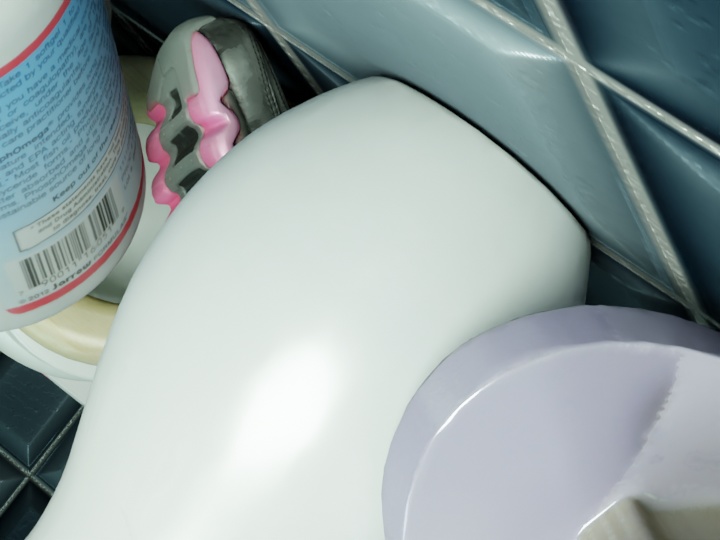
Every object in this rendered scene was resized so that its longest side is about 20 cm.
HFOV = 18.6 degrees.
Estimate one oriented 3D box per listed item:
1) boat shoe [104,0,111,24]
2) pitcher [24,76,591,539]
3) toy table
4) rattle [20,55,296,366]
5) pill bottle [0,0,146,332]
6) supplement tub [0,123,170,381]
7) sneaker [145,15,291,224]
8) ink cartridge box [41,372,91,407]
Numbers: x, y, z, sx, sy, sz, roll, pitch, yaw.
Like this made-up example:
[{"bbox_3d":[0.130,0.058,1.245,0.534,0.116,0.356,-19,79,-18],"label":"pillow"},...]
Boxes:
[{"bbox_3d":[-0.156,-0.138,0.731,0.200,0.073,0.067,43,-160,-46],"label":"boat shoe"},{"bbox_3d":[-0.011,0.061,0.639,0.172,0.200,0.121,42,174,-39],"label":"pitcher"},{"bbox_3d":[0.099,0.106,0.562,0.200,0.184,0.117,31,-164,-30],"label":"toy table"},{"bbox_3d":[-0.124,-0.042,0.825,0.200,0.130,0.143,27,-176,0],"label":"rattle"},{"bbox_3d":[-0.130,-0.073,0.655,0.109,0.109,0.200,36,158,22],"label":"pill bottle"},{"bbox_3d":[-0.130,-0.027,1.009,0.140,0.140,0.200,40,175,-20],"label":"supplement tub"},{"bbox_3d":[0.000,0.000,0.735,0.200,0.095,0.079,65,160,-12],"label":"sneaker"},{"bbox_3d":[-0.086,0.041,1.259,0.200,0.146,0.147,40,174,-19],"label":"ink cartridge box"}]
